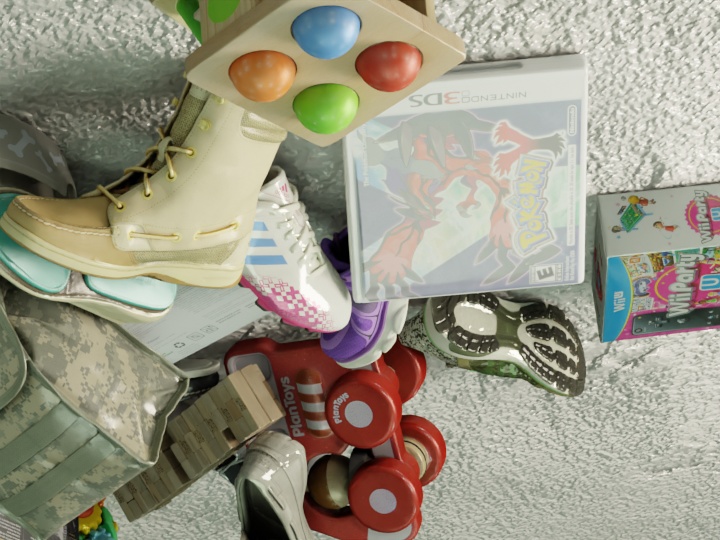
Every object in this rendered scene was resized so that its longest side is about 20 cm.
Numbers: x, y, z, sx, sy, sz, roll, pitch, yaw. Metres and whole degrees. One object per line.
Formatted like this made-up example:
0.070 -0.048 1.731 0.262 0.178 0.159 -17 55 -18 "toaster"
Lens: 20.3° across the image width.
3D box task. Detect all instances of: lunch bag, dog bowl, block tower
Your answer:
-0.261 0.090 1.542 0.200 0.118 0.164 41 129 -18 "lunch bag"
-0.303 -0.049 1.492 0.198 0.059 0.201 -4 150 -2 "dog bowl"
-0.147 0.153 1.765 0.200 0.058 0.054 -36 173 37 "block tower"

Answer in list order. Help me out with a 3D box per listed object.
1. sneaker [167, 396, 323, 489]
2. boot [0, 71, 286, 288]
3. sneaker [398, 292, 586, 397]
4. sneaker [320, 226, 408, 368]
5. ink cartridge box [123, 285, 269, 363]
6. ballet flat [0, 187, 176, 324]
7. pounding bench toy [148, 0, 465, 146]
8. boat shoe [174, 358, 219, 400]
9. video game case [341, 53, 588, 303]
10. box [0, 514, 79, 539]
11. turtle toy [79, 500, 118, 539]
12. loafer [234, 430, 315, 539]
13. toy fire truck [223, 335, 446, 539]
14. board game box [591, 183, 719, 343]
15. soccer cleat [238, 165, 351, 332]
-0.105 0.186 1.846 0.198 0.141 0.078 11 150 -27 "sneaker"
-0.142 -0.072 1.396 0.199 0.073 0.157 8 113 -38 "boot"
0.115 0.064 1.767 0.199 0.078 0.088 24 152 -33 "sneaker"
0.000 0.000 1.623 0.083 0.081 0.201 7 139 -17 "sneaker"
-0.169 0.012 1.622 0.199 0.041 0.199 -27 151 32 "ink cartridge box"
-0.220 -0.006 1.466 0.069 0.070 0.199 -26 144 31 "ballet flat"
-0.052 -0.158 1.251 0.199 0.157 0.124 -30 143 36 "pounding bench toy"
-0.211 0.123 1.776 0.198 0.061 0.074 -13 -178 15 "boat shoe"
0.078 -0.065 1.500 0.180 0.023 0.201 -5 129 -1 "video game case"
-0.329 0.182 1.785 0.049 0.159 0.200 -21 147 25 "box"
-0.313 0.248 1.942 0.199 0.146 0.101 15 125 -31 "turtle toy"
-0.078 0.231 1.754 0.069 0.070 0.202 14 129 28 "loafer"
-0.023 0.148 1.775 0.166 0.112 0.202 -7 109 20 "toy fire truck"
0.293 -0.010 1.663 0.198 0.065 0.148 -6 150 2 "board game box"
-0.065 -0.027 1.519 0.200 0.070 0.086 39 123 -25 "soccer cleat"
